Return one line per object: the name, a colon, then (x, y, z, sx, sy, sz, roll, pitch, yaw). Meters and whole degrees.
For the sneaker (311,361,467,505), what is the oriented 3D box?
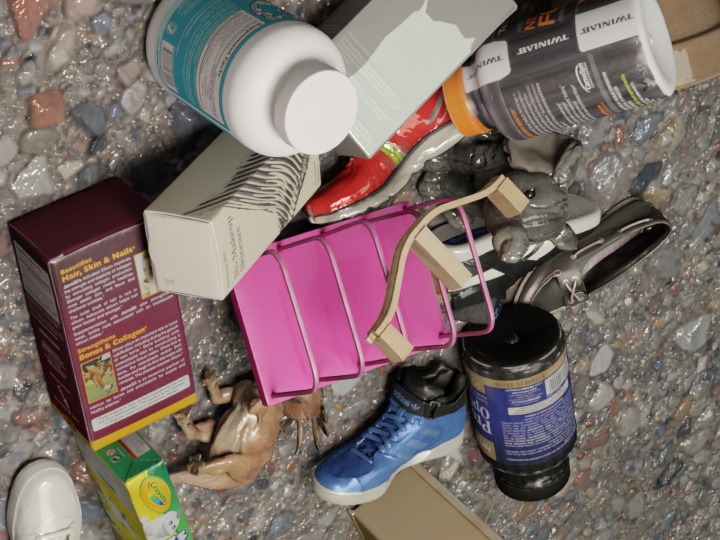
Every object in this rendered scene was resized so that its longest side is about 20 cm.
sneaker: (0.032, 0.157, 1.768, 0.199, 0.077, 0.112, -20, 131, -34)

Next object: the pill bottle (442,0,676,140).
pill bottle: (0.174, -0.180, 1.556, 0.198, 0.107, 0.106, -15, 138, 24)

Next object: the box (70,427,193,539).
box: (-0.198, 0.230, 1.600, 0.048, 0.117, 0.201, -29, 129, -21)

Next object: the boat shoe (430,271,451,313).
boat shoe: (0.000, 0.000, 1.666, 0.198, 0.075, 0.075, 3, 95, -33)

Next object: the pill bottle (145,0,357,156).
pill bottle: (-0.085, -0.162, 1.415, 0.110, 0.200, 0.112, -19, 125, -29)

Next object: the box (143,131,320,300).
box: (-0.106, -0.063, 1.482, 0.200, 0.068, 0.083, -55, 146, -48)

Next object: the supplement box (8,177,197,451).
supplement box: (-0.221, 0.038, 1.497, 0.110, 0.085, 0.202, -25, 127, -26)

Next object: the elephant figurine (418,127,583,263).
elephant figurine: (0.157, -0.070, 1.659, 0.155, 0.200, 0.142, -48, 133, -7)

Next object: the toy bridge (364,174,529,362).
toy bridge: (0.065, -0.011, 1.503, 0.067, 0.027, 0.200, 45, 68, -13)

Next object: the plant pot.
plant pot: (0.259, -0.270, 1.657, 0.199, 0.200, 0.176, -22, 109, -28)

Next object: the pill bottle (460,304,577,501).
pill bottle: (0.174, 0.146, 1.853, 0.111, 0.112, 0.201, -29, 128, -23)

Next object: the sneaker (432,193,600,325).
sneaker: (0.155, -0.008, 1.789, 0.198, 0.073, 0.113, -14, 125, -23)

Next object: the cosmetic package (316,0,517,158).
cosmetic package: (0.031, -0.206, 1.545, 0.200, 0.090, 0.107, -45, 109, -11)

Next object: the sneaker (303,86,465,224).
sneaker: (0.015, -0.122, 1.623, 0.200, 0.077, 0.085, -41, 112, -15)

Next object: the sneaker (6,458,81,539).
sneaker: (-0.268, 0.279, 1.574, 0.073, 0.115, 0.202, -14, 120, -30)

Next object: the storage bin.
storage bin: (0.102, 0.336, 1.839, 0.093, 0.200, 0.199, -37, 131, -14)

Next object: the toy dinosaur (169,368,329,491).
toy dinosaur: (-0.104, 0.158, 1.664, 0.200, 0.086, 0.135, -49, 141, 2)

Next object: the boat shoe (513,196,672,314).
boat shoe: (0.252, -0.009, 1.868, 0.199, 0.057, 0.067, -37, 132, -17)

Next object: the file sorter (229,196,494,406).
file sorter: (0.003, 0.024, 1.555, 0.198, 0.125, 0.140, -18, 93, -26)
